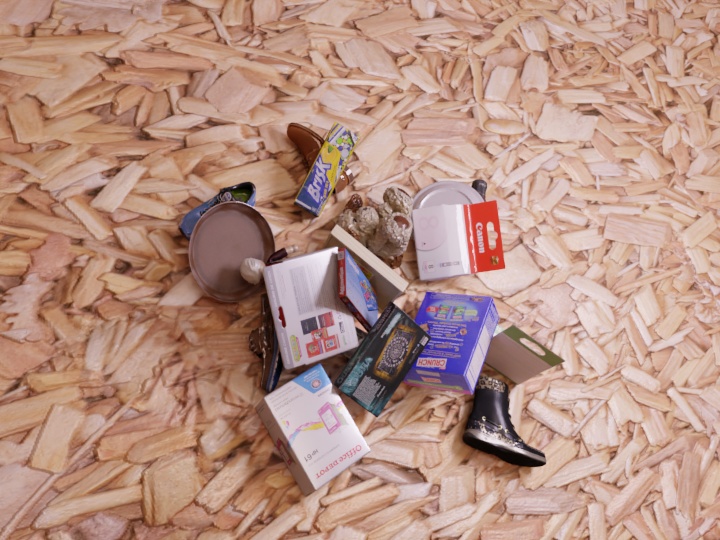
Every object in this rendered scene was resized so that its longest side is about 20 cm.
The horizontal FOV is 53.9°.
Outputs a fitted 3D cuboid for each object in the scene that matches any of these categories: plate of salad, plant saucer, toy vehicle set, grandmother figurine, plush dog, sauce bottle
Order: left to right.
[{"bbox_3d":[-0.266,-0.039,1.459,0.196,0.032,0.207,-4,96,-35],"label":"plant saucer"},{"bbox_3d":[-0.162,0.003,1.488,0.195,0.060,0.125,3,99,-34],"label":"grandmother figurine"},{"bbox_3d":[0.000,0.000,1.539,0.198,0.124,0.027,39,58,-1],"label":"toy vehicle set"},{"bbox_3d":[0.026,-0.093,1.605,0.167,0.164,0.202,11,34,-1],"label":"plush dog"},{"bbox_3d":[0.208,-0.125,1.706,0.194,0.048,0.205,-5,63,9],"label":"plate of salad"},{"bbox_3d":[0.284,-0.132,1.753,0.064,0.066,0.205,18,59,-13],"label":"sauce bottle"}]

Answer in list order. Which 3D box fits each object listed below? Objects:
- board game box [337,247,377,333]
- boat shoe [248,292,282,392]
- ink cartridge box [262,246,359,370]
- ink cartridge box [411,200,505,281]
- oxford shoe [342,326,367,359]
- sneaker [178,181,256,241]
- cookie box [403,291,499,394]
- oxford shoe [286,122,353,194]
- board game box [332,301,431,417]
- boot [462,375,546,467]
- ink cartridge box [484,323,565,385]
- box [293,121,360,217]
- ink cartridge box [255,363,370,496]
[{"bbox_3d":[-0.003,0.049,1.433,0.019,0.201,0.106,-10,59,16],"label":"board game box"},{"bbox_3d":[-0.189,0.143,1.434,0.070,0.073,0.206,6,67,1],"label":"boat shoe"},{"bbox_3d":[-0.112,0.074,1.386,0.172,0.083,0.206,-14,94,-33],"label":"ink cartridge box"},{"bbox_3d":[0.223,-0.071,1.624,0.194,0.057,0.168,-9,84,19],"label":"ink cartridge box"},{"bbox_3d":[0.006,0.161,1.507,0.196,0.058,0.077,27,58,-11],"label":"oxford shoe"},{"bbox_3d":[-0.300,-0.134,1.497,0.079,0.089,0.199,47,58,6],"label":"sneaker"},{"bbox_3d":[0.188,0.152,1.519,0.076,0.167,0.203,58,48,-40],"label":"cookie box"},{"bbox_3d":[-0.106,-0.262,1.649,0.200,0.071,0.071,44,63,1],"label":"oxford shoe"},{"bbox_3d":[0.047,0.181,1.430,0.135,0.028,0.202,41,82,-37],"label":"board game box"},{"bbox_3d":[0.324,0.331,1.550,0.199,0.074,0.157,22,58,-11],"label":"boot"},{"bbox_3d":[0.345,0.173,1.556,0.144,0.200,0.049,33,58,-4],"label":"ink cartridge box"},{"bbox_3d":[-0.077,-0.225,1.595,0.069,0.064,0.204,28,88,-7],"label":"box"},{"bbox_3d":[-0.092,0.311,1.382,0.142,0.085,0.203,-27,80,-30],"label":"ink cartridge box"}]
